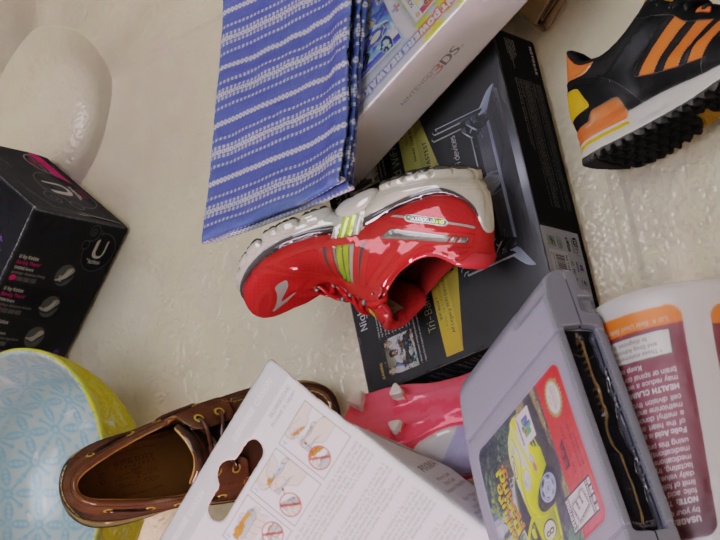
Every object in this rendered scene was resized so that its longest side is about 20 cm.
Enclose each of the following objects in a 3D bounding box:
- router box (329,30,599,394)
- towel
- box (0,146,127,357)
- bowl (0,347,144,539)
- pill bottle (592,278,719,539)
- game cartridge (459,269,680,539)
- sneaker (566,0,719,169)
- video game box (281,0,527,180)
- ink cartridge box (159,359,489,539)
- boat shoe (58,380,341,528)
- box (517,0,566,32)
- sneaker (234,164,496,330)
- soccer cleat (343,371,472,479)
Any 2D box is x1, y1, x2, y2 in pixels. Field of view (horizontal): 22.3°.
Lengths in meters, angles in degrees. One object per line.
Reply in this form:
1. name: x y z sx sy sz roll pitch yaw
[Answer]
1. router box: 0.060 -0.033 1.190 0.157 0.052 0.202 -24 68 35
2. towel: -0.052 -0.128 1.198 0.144 0.024 0.202 -19 59 43
3. box: -0.291 0.016 1.434 0.122 0.106 0.201 38 106 35
4. bowl: -0.218 0.162 1.349 0.199 0.107 0.202 -8 77 39
5. pill bottle: 0.193 0.115 1.018 0.114 0.114 0.202 -18 71 36
6. game cartridge: 0.112 0.119 1.016 0.133 0.041 0.201 118 144 -50
7. sneaker: 0.202 -0.137 1.080 0.199 0.070 0.091 -29 68 34
8. video game box: 0.023 -0.190 1.197 0.200 0.047 0.183 -46 42 23
9. ink cartridge box: -0.012 0.174 1.139 0.200 0.047 0.161 37 108 16
10. boat shoe: -0.105 0.124 1.226 0.199 0.068 0.073 -17 84 -10
11. box: 0.095 -0.276 1.221 0.200 0.021 0.164 40 108 36
12. sneaker: 0.000 0.000 1.154 0.199 0.077 0.086 -24 74 36
13. soccer cleat: 0.084 0.097 1.151 0.199 0.077 0.067 -11 53 20
